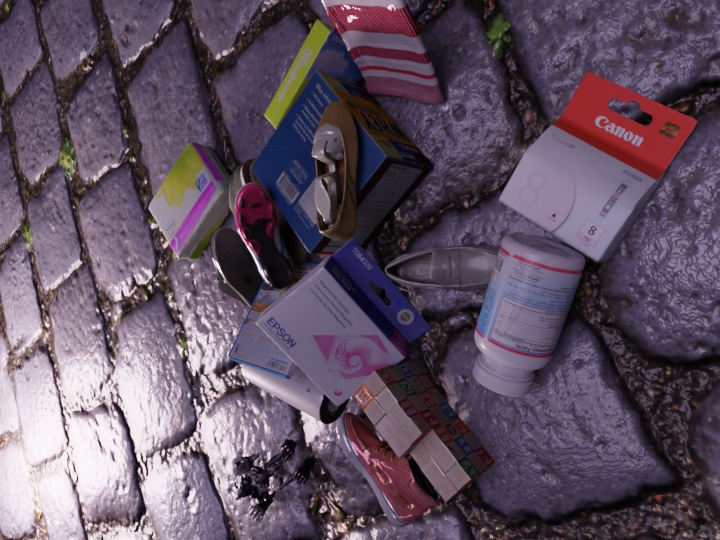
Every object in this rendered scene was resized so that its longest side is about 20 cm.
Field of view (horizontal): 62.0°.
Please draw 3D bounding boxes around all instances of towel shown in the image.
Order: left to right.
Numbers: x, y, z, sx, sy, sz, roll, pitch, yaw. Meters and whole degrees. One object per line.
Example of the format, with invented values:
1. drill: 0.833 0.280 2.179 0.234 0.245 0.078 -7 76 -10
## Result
1. towel: 0.036 -0.327 0.883 0.143 0.200 0.023 19 71 34

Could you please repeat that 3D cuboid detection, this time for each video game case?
1. video game case: -0.136 0.076 1.037 0.142 0.018 0.201 9 68 37

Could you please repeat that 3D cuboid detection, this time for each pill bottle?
1. pill bottle: 0.216 0.060 0.800 0.108 0.108 0.201 25 111 33

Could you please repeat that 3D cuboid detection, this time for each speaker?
1. speaker: -0.120 0.196 1.072 0.199 0.081 0.082 19 102 34

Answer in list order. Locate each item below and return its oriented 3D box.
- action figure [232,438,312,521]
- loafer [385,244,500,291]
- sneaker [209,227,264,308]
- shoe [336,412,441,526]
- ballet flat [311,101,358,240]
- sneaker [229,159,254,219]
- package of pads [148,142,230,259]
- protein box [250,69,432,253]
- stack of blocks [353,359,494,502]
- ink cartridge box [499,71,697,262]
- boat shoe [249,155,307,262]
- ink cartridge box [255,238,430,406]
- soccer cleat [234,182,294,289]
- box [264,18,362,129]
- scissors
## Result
1. action figure: -0.187 0.389 1.115 0.200 0.102 0.119 -38 81 29
2. loafer: 0.129 -0.001 0.889 0.199 0.070 0.070 -7 87 36
3. sneaker: -0.244 -0.002 1.108 0.106 0.075 0.201 17 143 38
4. shoe: 0.046 0.301 0.962 0.091 0.071 0.201 -42 73 28
5. ballet flat: -0.038 -0.143 0.847 0.068 0.063 0.202 -6 89 35
6. sneaker: -0.207 -0.106 1.146 0.090 0.067 0.202 0 100 55
7. package of pads: -0.347 -0.145 1.238 0.200 0.068 0.155 -48 65 26
8. protein box: -0.034 -0.166 0.965 0.200 0.135 0.199 -48 65 27
9. stack of blocks: 0.094 0.235 0.893 0.200 0.115 0.059 51 118 24
10. ink cartridge box: 0.298 -0.137 0.776 0.162 0.057 0.201 39 117 30
11. boat shoe: -0.132 -0.114 1.082 0.074 0.066 0.201 -21 85 31
12. ink cartridge box: -0.025 0.086 0.934 0.200 0.043 0.196 -39 103 16
13. soccer cleat: -0.168 -0.060 1.007 0.086 0.069 0.201 -131 23 -56
14. box: -0.061 -0.316 0.989 0.048 0.122 0.200 50 117 27
15. scissors: 0.000 0.000 0.969 0.199 0.073 0.014 22 77 45
